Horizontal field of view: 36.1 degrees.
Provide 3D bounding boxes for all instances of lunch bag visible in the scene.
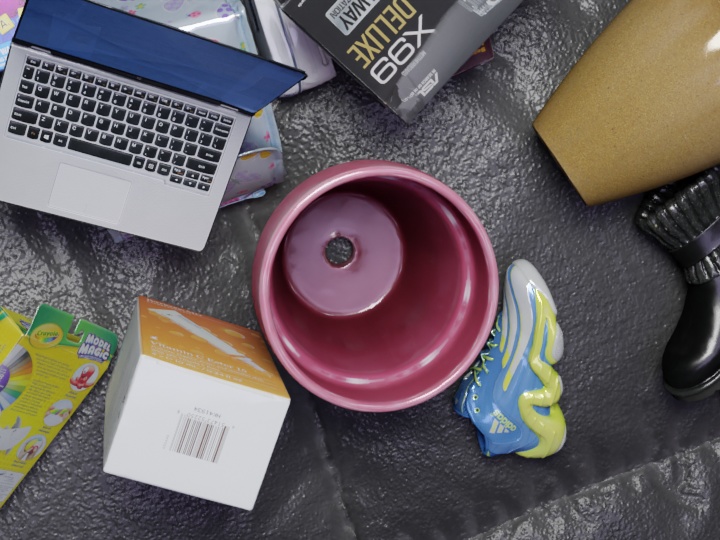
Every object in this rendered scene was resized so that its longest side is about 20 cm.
[{"bbox_3d":[-0.156,-0.125,0.915,0.168,0.128,0.201,-17,131,-8],"label":"lunch bag"}]

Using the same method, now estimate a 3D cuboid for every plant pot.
[{"bbox_3d":[0.000,0.000,0.953,0.198,0.179,0.202,-2,102,-11],"label":"plant pot"},{"bbox_3d":[0.261,-0.152,0.992,0.199,0.187,0.187,-35,107,9],"label":"plant pot"}]

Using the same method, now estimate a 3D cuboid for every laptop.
[{"bbox_3d":[-0.165,-0.096,0.790,0.186,0.116,0.201,15,114,-21],"label":"laptop"}]

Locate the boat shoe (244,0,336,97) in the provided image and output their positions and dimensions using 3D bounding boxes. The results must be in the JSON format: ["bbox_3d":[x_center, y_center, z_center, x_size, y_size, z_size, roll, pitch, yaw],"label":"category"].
[{"bbox_3d":[-0.069,-0.253,0.948,0.065,0.074,0.202,-19,115,-12],"label":"boat shoe"}]

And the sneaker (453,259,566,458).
[{"bbox_3d":[0.138,0.094,1.056,0.104,0.076,0.202,-13,105,-9],"label":"sneaker"}]

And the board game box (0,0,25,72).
[{"bbox_3d":[-0.265,-0.285,0.907,0.198,0.041,0.201,-23,106,-7],"label":"board game box"}]

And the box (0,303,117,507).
[{"bbox_3d":[-0.304,0.114,0.947,0.200,0.048,0.117,-50,149,2],"label":"box"}]

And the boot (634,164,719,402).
[{"bbox_3d":[0.322,0.004,1.074,0.157,0.079,0.212,37,81,-24],"label":"boot"}]

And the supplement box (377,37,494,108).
[{"bbox_3d":[0.028,-0.254,0.919,0.110,0.086,0.201,-26,129,-7],"label":"supplement box"}]

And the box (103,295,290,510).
[{"bbox_3d":[-0.143,0.105,0.932,0.123,0.200,0.098,18,97,-16],"label":"box"}]

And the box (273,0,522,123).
[{"bbox_3d":[0.048,-0.236,0.852,0.200,0.050,0.157,-46,129,9],"label":"box"}]
